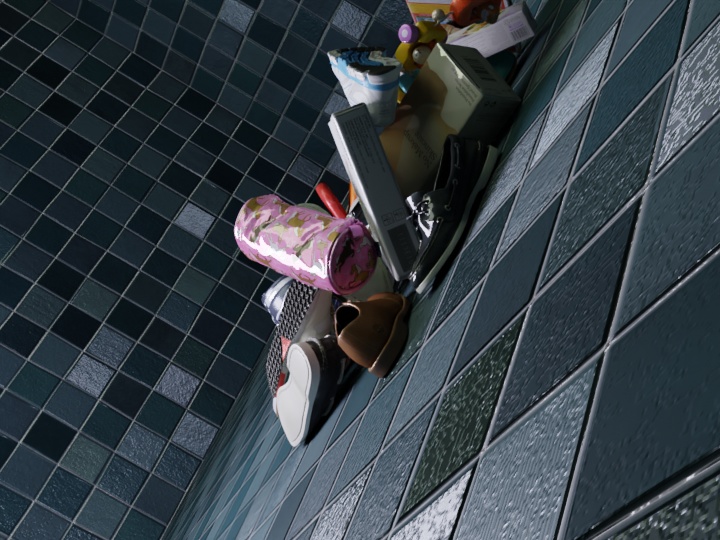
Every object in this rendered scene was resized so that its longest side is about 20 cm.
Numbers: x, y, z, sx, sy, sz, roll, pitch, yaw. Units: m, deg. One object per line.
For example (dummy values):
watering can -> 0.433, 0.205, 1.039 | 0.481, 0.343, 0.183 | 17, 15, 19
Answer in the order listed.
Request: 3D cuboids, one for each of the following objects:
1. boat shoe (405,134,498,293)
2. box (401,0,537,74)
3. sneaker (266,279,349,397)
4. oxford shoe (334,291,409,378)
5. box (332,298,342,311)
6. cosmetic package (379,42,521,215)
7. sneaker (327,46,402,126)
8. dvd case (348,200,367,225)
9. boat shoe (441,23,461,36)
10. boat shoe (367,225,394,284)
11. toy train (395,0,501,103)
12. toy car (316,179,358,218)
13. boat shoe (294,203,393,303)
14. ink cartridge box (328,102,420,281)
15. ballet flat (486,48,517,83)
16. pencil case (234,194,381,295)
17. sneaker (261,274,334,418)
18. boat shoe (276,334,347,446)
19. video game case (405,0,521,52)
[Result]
boat shoe -> 0.081, -0.067, 1.112 | 0.200, 0.066, 0.075 | -62, 6, -25
box -> 0.134, -0.292, 1.393 | 0.200, 0.041, 0.039 | -22, 28, 26
sneaker -> -0.053, 0.083, 1.333 | 0.070, 0.093, 0.200 | -110, 33, -48
oxford shoe -> 0.008, 0.051, 1.135 | 0.071, 0.071, 0.200 | -60, 3, 9
box -> -0.029, 0.031, 1.516 | 0.200, 0.041, 0.119 | -63, -22, -59
cosmetic package -> 0.091, -0.161, 1.267 | 0.071, 0.105, 0.200 | -3, -44, -42
sneaker -> 0.005, -0.224, 1.297 | 0.200, 0.075, 0.087 | -110, 13, -67
dvd case -> 0.059, -0.127, 1.558 | 0.143, 0.018, 0.200 | -26, -13, -31
boat shoe -> 0.144, -0.259, 1.496 | 0.200, 0.069, 0.074 | 76, -147, -56
boat shoe -> 0.002, -0.004, 1.402 | 0.075, 0.086, 0.202 | -56, 8, 43
toy train -> 0.112, -0.265, 1.295 | 0.150, 0.056, 0.200 | -23, -24, -23
toy car -> -0.031, -0.071, 1.763 | 0.200, 0.150, 0.175 | -59, 5, 0
boat shoe -> -0.026, -0.003, 1.332 | 0.072, 0.201, 0.061 | -24, -36, -25
ink cartridge box -> 0.018, -0.093, 1.245 | 0.043, 0.200, 0.174 | -22, 6, 0
ballet flat -> 0.144, -0.208, 1.388 | 0.200, 0.069, 0.063 | -52, -7, -22
pencil case -> -0.068, -0.034, 1.255 | 0.200, 0.083, 0.087 | 18, 57, 46
sneaker -> -0.094, 0.099, 1.445 | 0.109, 0.070, 0.200 | 46, 130, 45
boat shoe -> -0.059, 0.146, 1.294 | 0.060, 0.074, 0.200 | -18, -36, -26
video game case -> 0.133, -0.351, 1.413 | 0.200, 0.143, 0.017 | 50, -129, -67
